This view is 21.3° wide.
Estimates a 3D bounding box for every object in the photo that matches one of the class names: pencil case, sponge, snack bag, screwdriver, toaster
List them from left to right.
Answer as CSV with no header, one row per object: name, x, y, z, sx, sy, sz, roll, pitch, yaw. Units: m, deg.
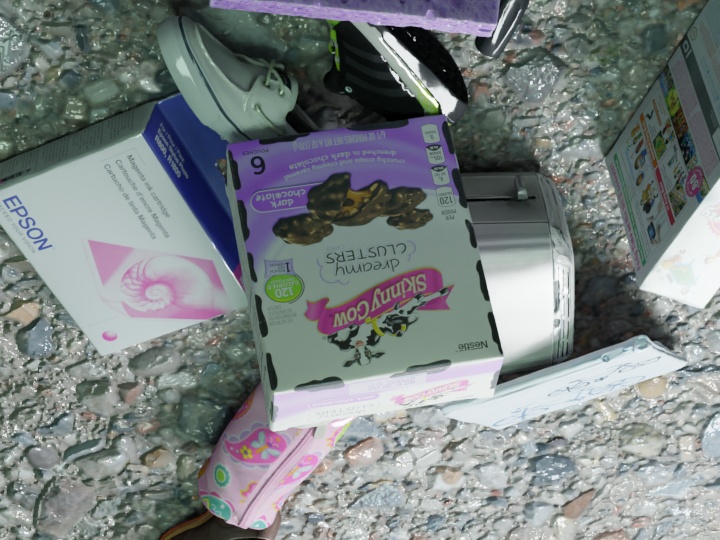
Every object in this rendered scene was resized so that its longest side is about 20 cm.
pencil case,-0.064,0.139,1.645,0.087,0.088,0.200,22,128,-22
sponge,-0.001,-0.225,1.299,0.198,0.113,0.030,5,171,-7
toaster,0.100,0.010,1.517,0.128,0.114,0.201,-6,131,-1
screwdriver,0.125,-0.230,1.349,0.028,0.029,0.201,12,136,-14
snack bag,0.167,0.093,1.588,0.187,0.022,0.200,-20,167,16

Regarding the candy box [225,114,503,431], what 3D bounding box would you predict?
candy box,0.000,0.000,1.371,0.166,0.202,0.072,-8,154,-9

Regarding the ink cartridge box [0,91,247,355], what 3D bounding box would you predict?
ink cartridge box,-0.166,-0.035,1.508,0.198,0.044,0.197,-19,131,16

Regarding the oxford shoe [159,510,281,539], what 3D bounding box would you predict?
oxford shoe,-0.143,0.272,1.769,0.071,0.073,0.200,24,127,-24

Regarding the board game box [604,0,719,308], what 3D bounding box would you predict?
board game box,0.264,-0.097,1.405,0.064,0.148,0.201,15,131,-20

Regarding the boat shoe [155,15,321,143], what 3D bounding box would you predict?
boat shoe,-0.078,-0.129,1.413,0.066,0.074,0.200,-25,142,13

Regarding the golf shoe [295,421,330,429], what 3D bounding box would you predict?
golf shoe,-0.032,0.061,1.484,0.091,0.076,0.200,-12,151,-37

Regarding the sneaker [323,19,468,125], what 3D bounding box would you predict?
sneaker,0.001,-0.157,1.384,0.082,0.072,0.200,-27,129,22
